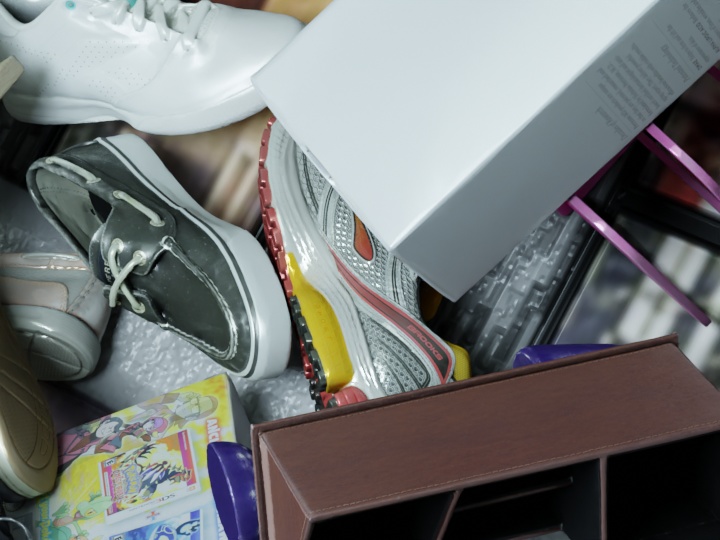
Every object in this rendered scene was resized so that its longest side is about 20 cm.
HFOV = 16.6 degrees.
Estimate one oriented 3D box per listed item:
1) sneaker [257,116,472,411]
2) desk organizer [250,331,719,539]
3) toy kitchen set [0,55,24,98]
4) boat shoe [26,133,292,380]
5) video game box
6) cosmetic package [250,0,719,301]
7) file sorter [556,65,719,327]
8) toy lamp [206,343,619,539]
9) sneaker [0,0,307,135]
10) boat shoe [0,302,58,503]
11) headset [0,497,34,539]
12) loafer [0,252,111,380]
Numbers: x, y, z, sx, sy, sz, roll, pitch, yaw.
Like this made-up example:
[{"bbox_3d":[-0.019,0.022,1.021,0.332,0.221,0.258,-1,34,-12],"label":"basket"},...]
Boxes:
[{"bbox_3d":[0.000,0.000,1.214,0.082,0.078,0.201,-15,56,-7],"label":"sneaker"},{"bbox_3d":[0.061,0.093,1.058,0.199,0.072,0.077,-11,28,-15],"label":"desk organizer"},{"bbox_3d":[-0.321,-0.077,1.267,0.200,0.163,0.181,-28,21,44],"label":"toy kitchen set"},{"bbox_3d":[-0.105,-0.002,1.246,0.200,0.063,0.071,41,133,45],"label":"boat shoe"},{"bbox_3d":[-0.132,0.146,1.160,0.182,0.047,0.200,-22,32,6],"label":"video game box"},{"bbox_3d":[0.067,-0.098,1.036,0.200,0.081,0.113,-42,61,9],"label":"cosmetic package"},{"bbox_3d":[0.164,-0.093,1.111,0.200,0.139,0.125,-48,58,4],"label":"file sorter"},{"bbox_3d":[0.031,0.075,1.118,0.199,0.058,0.058,-13,59,-14],"label":"toy lamp"},{"bbox_3d":[-0.120,-0.125,1.298,0.199,0.089,0.075,-1,38,28],"label":"sneaker"},{"bbox_3d":[-0.207,0.043,1.229,0.065,0.072,0.200,-33,55,6],"label":"boat shoe"},{"bbox_3d":[-0.197,0.144,1.117,0.200,0.094,0.124,-9,39,51],"label":"headset"},{"bbox_3d":[-0.221,0.017,1.329,0.199,0.072,0.063,5,57,24],"label":"loafer"}]
